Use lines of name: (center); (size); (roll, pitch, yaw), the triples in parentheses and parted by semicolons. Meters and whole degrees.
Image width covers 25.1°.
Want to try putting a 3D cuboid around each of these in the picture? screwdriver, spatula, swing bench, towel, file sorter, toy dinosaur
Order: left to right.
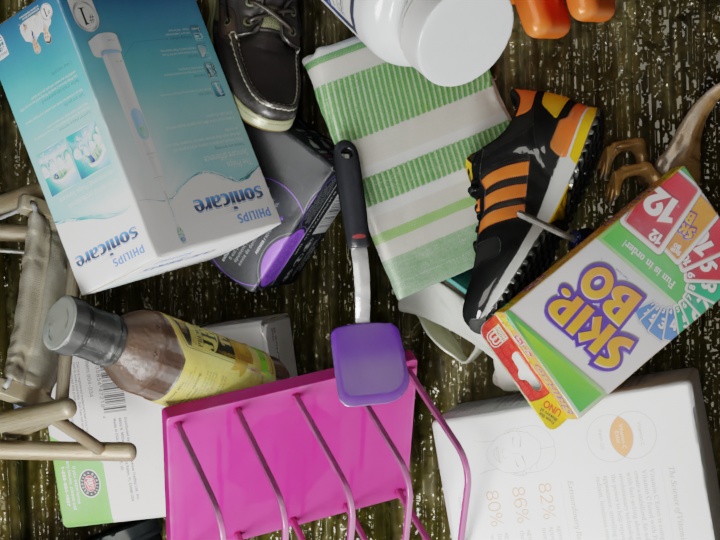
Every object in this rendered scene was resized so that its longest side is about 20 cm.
swing bench: (-0.278, 0.043, 1.255); (0.198, 0.130, 0.201); (-6, 65, 16)
file sorter: (-0.032, 0.170, 1.189); (0.198, 0.126, 0.140); (-12, 128, -20)
spatula: (0.000, 0.000, 1.201); (0.056, 0.021, 0.203); (-4, 80, -14)
towel: (0.054, -0.097, 1.258); (0.151, 0.023, 0.202); (-22, 88, -21)
screwdriver: (0.154, -0.025, 1.186); (0.029, 0.200, 0.028); (4, 84, 22)
toy dinosaur: (0.241, -0.077, 1.243); (0.105, 0.060, 0.202); (10, 96, -10)

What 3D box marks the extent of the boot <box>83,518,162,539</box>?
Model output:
boot: (-0.223, 0.311, 1.364); (0.197, 0.073, 0.164); (-26, 85, 21)

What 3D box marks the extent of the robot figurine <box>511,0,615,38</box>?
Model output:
robot figurine: (0.134, -0.279, 1.218); (0.116, 0.144, 0.202); (-17, 89, -25)

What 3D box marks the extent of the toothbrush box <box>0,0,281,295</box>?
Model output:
toothbrush box: (-0.161, -0.100, 1.169); (0.085, 0.146, 0.202); (-24, 87, 36)

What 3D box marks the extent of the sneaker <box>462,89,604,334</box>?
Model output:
sneaker: (0.110, -0.048, 1.227); (0.089, 0.070, 0.201); (23, 73, 20)

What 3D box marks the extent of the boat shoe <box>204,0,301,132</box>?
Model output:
boat shoe: (-0.081, -0.197, 1.252); (0.065, 0.073, 0.202); (-52, 42, 41)

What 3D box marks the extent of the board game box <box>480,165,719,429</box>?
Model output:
board game box: (0.188, 0.020, 1.181); (0.199, 0.030, 0.096); (-38, 95, -12)

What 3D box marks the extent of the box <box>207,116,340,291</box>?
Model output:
box: (-0.115, -0.090, 1.295); (0.199, 0.106, 0.123); (37, 101, 10)

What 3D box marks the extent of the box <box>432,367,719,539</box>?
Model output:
box: (0.171, 0.168, 1.239); (0.198, 0.106, 0.154); (-10, 90, 15)

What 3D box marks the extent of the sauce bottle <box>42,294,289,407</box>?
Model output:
sauce bottle: (-0.139, 0.067, 1.182); (0.064, 0.199, 0.065); (-21, 58, 38)

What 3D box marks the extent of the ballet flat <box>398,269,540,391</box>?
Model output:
ballet flat: (0.106, 0.053, 1.259); (0.199, 0.069, 0.070); (35, 101, 29)

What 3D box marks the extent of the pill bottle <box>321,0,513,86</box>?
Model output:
pill bottle: (0.027, -0.223, 1.205); (0.111, 0.111, 0.200); (-51, 47, 12)

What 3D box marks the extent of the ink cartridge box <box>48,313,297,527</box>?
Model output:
ink cartridge box: (-0.150, 0.122, 1.328); (0.198, 0.084, 0.147); (-8, 92, 14)
